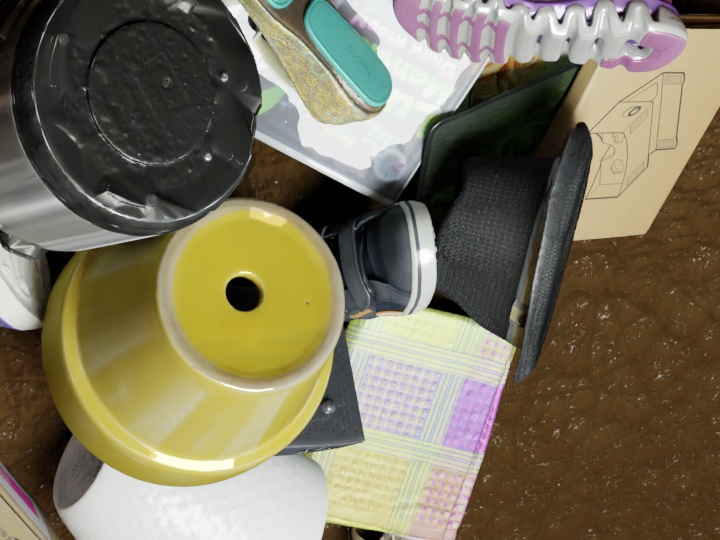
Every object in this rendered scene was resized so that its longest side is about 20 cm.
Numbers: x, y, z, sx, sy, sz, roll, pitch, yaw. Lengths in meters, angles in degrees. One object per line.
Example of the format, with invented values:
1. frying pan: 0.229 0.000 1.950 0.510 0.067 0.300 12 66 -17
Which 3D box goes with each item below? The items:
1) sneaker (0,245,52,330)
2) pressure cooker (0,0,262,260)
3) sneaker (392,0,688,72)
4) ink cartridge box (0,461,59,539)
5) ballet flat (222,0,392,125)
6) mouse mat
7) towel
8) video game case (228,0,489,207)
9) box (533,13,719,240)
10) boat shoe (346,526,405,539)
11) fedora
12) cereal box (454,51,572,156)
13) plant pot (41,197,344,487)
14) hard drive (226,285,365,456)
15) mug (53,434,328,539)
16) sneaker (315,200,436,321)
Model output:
1. sneaker: -0.313 -0.004 1.539 0.145 0.081 0.200 -12 155 16
2. pressure cooker: -0.179 -0.098 1.432 0.175 0.200 0.180 4 84 -31
3. sneaker: 0.120 -0.189 1.500 0.199 0.089 0.081 4 162 -6
4. ink cartridge box: -0.337 0.189 1.657 0.164 0.075 0.200 -33 131 -1
5. ballet flat: -0.055 -0.176 1.482 0.071 0.071 0.200 -35 114 3
6. mouse mat: 0.120 -0.082 1.653 0.199 0.008 0.162 -25 145 -27
7. towel: 0.032 0.121 1.768 0.143 0.023 0.201 14 106 -13
8. video game case: -0.015 -0.160 1.538 0.199 0.023 0.182 26 111 -20
9. box: 0.201 -0.105 1.685 0.163 0.021 0.201 -6 134 -42
10. boat shoe: 0.023 0.218 1.857 0.073 0.075 0.201 4 114 -16
11. fedora: 0.102 -0.021 1.591 0.091 0.201 0.202 16 123 7
12. cereal box: 0.085 -0.160 1.616 0.199 0.040 0.144 25 112 -36
13. plant pot: -0.100 0.035 1.512 0.199 0.202 0.189 -6 168 -21
14. hard drive: -0.102 0.077 1.651 0.199 0.136 0.042 3 149 -25
15. mug: -0.126 0.152 1.697 0.175 0.147 0.201 28 79 -26
16. sneaker: 0.000 0.000 1.613 0.079 0.079 0.200 -5 171 -13
